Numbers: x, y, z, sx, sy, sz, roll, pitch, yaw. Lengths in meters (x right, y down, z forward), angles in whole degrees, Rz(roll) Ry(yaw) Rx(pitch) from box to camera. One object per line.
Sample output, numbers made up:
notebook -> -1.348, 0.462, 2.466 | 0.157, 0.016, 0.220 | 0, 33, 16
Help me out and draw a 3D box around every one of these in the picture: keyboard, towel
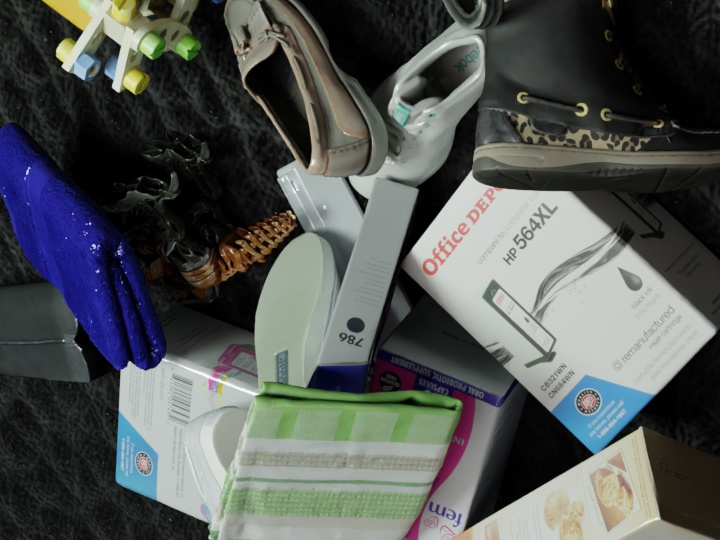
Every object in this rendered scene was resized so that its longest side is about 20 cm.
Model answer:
keyboard -> 0.000, 0.000, 1.354 | 0.056, 0.011, 0.201 | -25, 96, 31
towel -> -0.233, -0.016, 1.378 | 0.200, 0.049, 0.148 | 41, 155, 44
towel -> -0.020, 0.140, 1.206 | 0.148, 0.031, 0.200 | 3, 142, -13

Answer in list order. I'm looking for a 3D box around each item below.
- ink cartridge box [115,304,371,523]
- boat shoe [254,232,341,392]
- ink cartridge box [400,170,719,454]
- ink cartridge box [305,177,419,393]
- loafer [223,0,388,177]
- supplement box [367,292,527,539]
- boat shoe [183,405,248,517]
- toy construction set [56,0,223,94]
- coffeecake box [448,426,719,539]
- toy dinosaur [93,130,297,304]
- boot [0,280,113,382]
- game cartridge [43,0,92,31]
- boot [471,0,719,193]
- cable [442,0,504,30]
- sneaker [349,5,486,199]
ink cartridge box -> -0.097, 0.135, 1.422 | 0.199, 0.085, 0.145 | 20, 120, 23
boat shoe -> -0.036, 0.070, 1.319 | 0.070, 0.071, 0.202 | -21, 54, 35
ink cartridge box -> 0.148, 0.005, 1.216 | 0.200, 0.084, 0.146 | 43, 126, 8
ink cartridge box -> -0.003, 0.040, 1.240 | 0.039, 0.201, 0.100 | 17, 146, 4
loafer -> -0.054, -0.141, 1.249 | 0.200, 0.063, 0.072 | 52, 140, 33
supplement box -> 0.057, 0.137, 1.315 | 0.101, 0.103, 0.201 | 20, 121, 15
boat shoe -> -0.081, 0.201, 1.353 | 0.068, 0.072, 0.201 | -12, 112, 55
toy construction set -> -0.136, -0.225, 1.263 | 0.092, 0.131, 0.200 | 49, 127, 6
coffeecake box -> 0.185, 0.205, 1.234 | 0.200, 0.153, 0.073 | -37, 45, 36
toy dinosaur -> -0.136, -0.034, 1.390 | 0.199, 0.102, 0.136 | -18, 116, 18
boot -> -0.321, 0.020, 1.523 | 0.199, 0.066, 0.166 | 2, 119, 34
game cartridge -> -0.235, -0.314, 1.353 | 0.176, 0.032, 0.201 | 37, 122, 13
boot -> 0.168, -0.130, 1.138 | 0.198, 0.073, 0.152 | -2, 79, -6
cable -> 0.036, -0.224, 1.160 | 0.097, 0.050, 0.201 | -58, 38, 43
sneaker -> 0.040, -0.117, 1.228 | 0.075, 0.088, 0.200 | 46, 127, 5
